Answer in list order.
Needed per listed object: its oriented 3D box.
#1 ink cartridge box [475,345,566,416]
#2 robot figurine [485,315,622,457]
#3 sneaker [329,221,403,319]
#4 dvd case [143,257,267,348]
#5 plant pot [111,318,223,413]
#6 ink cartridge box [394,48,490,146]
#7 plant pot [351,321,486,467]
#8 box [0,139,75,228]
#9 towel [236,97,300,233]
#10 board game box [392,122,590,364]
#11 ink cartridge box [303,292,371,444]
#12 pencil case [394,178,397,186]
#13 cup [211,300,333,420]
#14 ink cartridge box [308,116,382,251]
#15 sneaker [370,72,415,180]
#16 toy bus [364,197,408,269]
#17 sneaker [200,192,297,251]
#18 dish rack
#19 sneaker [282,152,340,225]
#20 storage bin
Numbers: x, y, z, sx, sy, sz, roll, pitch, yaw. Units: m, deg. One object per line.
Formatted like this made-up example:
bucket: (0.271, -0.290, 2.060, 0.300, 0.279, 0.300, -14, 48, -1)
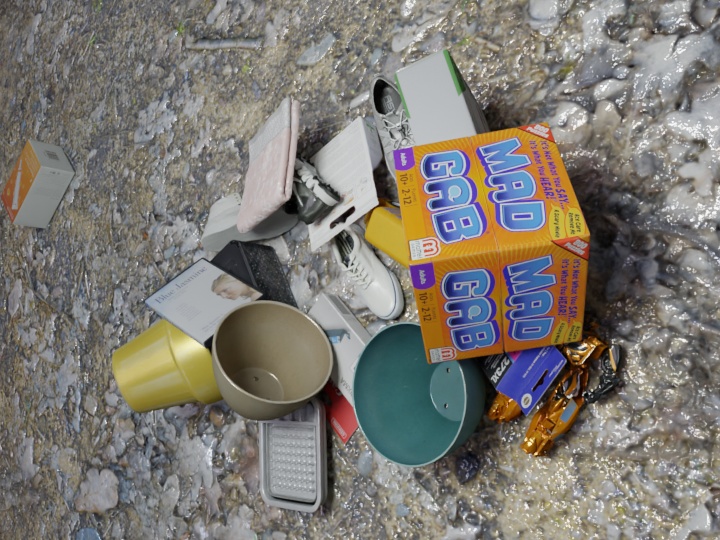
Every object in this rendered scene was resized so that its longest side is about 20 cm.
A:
ink cartridge box: (0.203, 0.101, 0.996, 0.095, 0.037, 0.200, -60, 27, 18)
robot figurine: (0.262, 0.146, 0.979, 0.145, 0.058, 0.200, 41, 111, 38)
sneaker: (0.000, 0.000, 1.209, 0.073, 0.071, 0.200, -48, 57, 25)
dvd case: (-0.279, 0.052, 1.289, 0.200, 0.143, 0.018, 25, 145, 39)
plant pot: (-0.352, 0.173, 1.354, 0.188, 0.201, 0.201, -22, 67, -1)
ink cartridge box: (0.136, -0.197, 1.032, 0.084, 0.200, 0.145, -22, 70, 18)
plant pot: (0.105, 0.178, 1.056, 0.200, 0.135, 0.201, -5, 82, 40)
box: (-0.879, -0.233, 1.955, 0.200, 0.097, 0.124, -53, 56, 22)
towel: (-0.163, -0.179, 1.257, 0.200, 0.032, 0.192, -26, 55, 58)
board game box: (0.160, -0.031, 0.910, 0.199, 0.200, 0.200, -9, 48, 6)
ink cartridge box: (-0.046, 0.169, 1.244, 0.200, 0.045, 0.176, 48, 114, 33)
pencil case: (0.087, -0.181, 1.149, 0.086, 0.084, 0.200, 125, 131, -58)
cup: (-0.162, 0.173, 1.209, 0.200, 0.200, 0.143, 58, 141, 29)
ink cartridge box: (-0.027, -0.143, 1.237, 0.161, 0.050, 0.200, -34, 51, 31)
sneaker: (0.055, -0.206, 1.082, 0.075, 0.082, 0.200, -28, 68, 9)
toy bus: (0.077, -0.049, 1.141, 0.200, 0.078, 0.065, 36, 116, 37)
sneaker: (-0.215, -0.115, 1.400, 0.199, 0.074, 0.116, -14, 46, 14)
dish rack: (-0.115, 0.318, 1.276, 0.171, 0.043, 0.201, -10, 78, 44)
sneaker: (-0.111, -0.146, 1.240, 0.091, 0.066, 0.200, -49, 44, 11)
storage bin: (-0.211, 0.057, 1.364, 0.135, 0.094, 0.200, -40, 60, 29)
